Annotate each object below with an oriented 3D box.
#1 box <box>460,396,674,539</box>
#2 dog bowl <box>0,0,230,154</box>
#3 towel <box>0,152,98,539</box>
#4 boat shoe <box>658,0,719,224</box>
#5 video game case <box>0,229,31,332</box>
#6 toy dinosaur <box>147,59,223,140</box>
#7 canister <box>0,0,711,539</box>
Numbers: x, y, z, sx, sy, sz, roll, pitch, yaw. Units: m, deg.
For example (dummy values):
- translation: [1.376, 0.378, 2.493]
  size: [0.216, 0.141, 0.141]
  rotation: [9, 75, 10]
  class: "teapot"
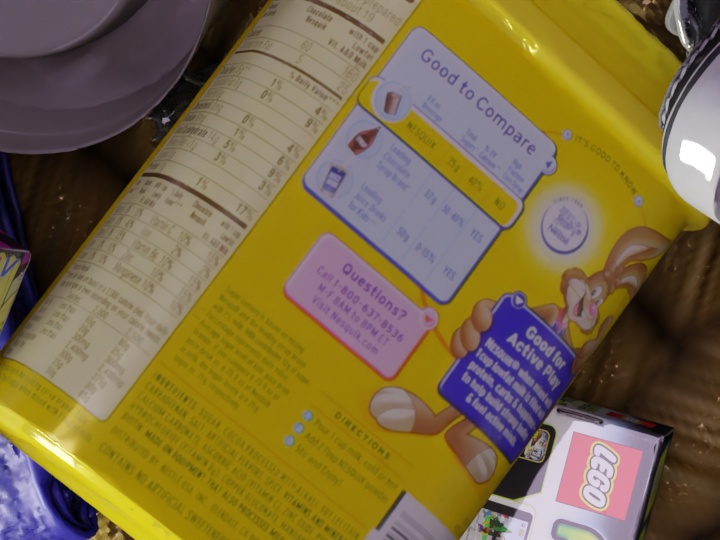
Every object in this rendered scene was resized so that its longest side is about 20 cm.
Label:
- translation: [0.021, 0.133, 0.847]
  size: [0.110, 0.035, 0.201]
  rotation: [16, 94, 11]
  class: "box"
- translation: [-0.111, -0.137, 0.801]
  size: [0.200, 0.059, 0.201]
  rotation: [16, 125, 24]
  class: "dog bowl"
- translation: [-0.198, 0.044, 0.886]
  size: [0.200, 0.050, 0.148]
  rotation: [-16, 86, 12]
  class: "towel"
- translation: [0.118, -0.073, 0.749]
  size: [0.068, 0.200, 0.072]
  rotation: [30, 126, 17]
  class: "boat shoe"
- translation: [-0.196, 0.033, 0.794]
  size: [0.200, 0.036, 0.182]
  rotation: [32, 104, 40]
  class: "video game case"
- translation: [-0.015, -0.063, 0.851]
  size: [0.088, 0.047, 0.200]
  rotation: [24, 90, 9]
  class: "toy dinosaur"
- translation: [0.000, 0.000, 0.776]
  size: [0.148, 0.087, 0.200]
  rotation: [40, 78, -17]
  class: "canister"
